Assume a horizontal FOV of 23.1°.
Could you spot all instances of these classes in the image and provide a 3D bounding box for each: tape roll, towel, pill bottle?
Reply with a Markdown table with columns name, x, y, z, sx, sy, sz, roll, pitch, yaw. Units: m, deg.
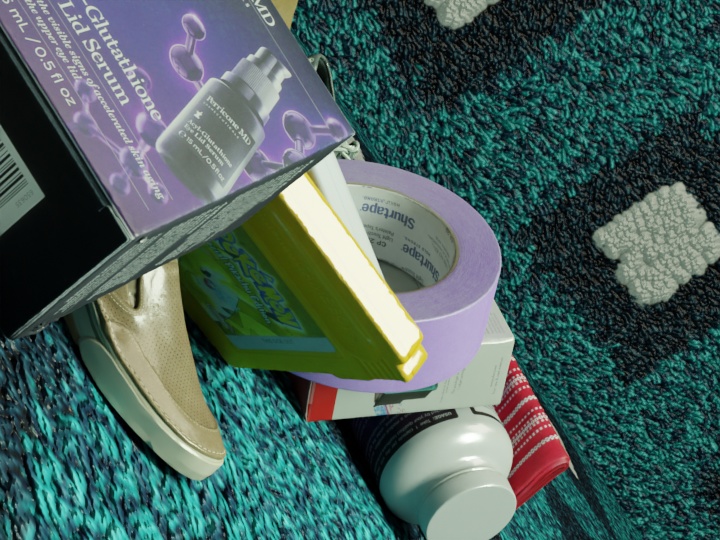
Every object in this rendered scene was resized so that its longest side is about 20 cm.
| name | x | y | z | sx | sy | sz | roll | pitch | yaw |
| --- | --- | --- | --- | --- | --- | --- | --- | --- | --- |
| tape roll | 0.000 | 0.000 | 1.280 | 0.201 | 0.198 | 0.066 | -115 | -151 | -48 |
| towel | 0.081 | 0.130 | 1.472 | 0.022 | 0.144 | 0.201 | 29 | 25 | -46 |
| pill bottle | 0.050 | 0.122 | 1.407 | 0.113 | 0.112 | 0.201 | 48 | 12 | -48 |

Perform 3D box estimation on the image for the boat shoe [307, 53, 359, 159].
| name | x | y | z | sx | sy | sz | roll | pitch | yaw |
| --- | --- | --- | --- | --- | --- | --- | --- | --- | --- |
| boat shoe | -0.035 | -0.109 | 1.493 | 0.073 | 0.061 | 0.201 | 56 | 12 | -49 |

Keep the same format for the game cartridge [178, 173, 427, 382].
| name | x | y | z | sx | sy | sz | roll | pitch | yaw |
| --- | --- | --- | --- | --- | --- | --- | --- | --- | --- |
| game cartridge | -0.066 | -0.005 | 1.070 | 0.199 | 0.032 | 0.177 | 2 | -46 | 55 |

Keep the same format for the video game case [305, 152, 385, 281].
| name | x | y | z | sx | sy | sz | roll | pitch | yaw |
| --- | --- | --- | --- | --- | --- | --- | --- | --- | --- |
| video game case | -0.081 | -0.070 | 1.051 | 0.181 | 0.024 | 0.201 | 20 | -33 | 37 |

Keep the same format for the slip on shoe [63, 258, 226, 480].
| name | x | y | z | sx | sy | sz | roll | pitch | yaw |
| --- | --- | --- | --- | --- | --- | --- | --- | --- | --- |
| slip on shoe | -0.121 | 0.014 | 0.928 | 0.201 | 0.060 | 0.076 | 58 | 7 | 8 |

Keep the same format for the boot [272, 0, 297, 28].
| name | x | y | z | sx | sy | sz | roll | pitch | yaw |
| --- | --- | --- | --- | --- | --- | --- | --- | --- | --- |
| boot | -0.119 | -0.115 | 1.141 | 0.066 | 0.173 | 0.202 | -123 | -141 | -50 |

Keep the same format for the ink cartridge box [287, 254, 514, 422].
| name | x | y | z | sx | sy | sz | roll | pitch | yaw |
| --- | --- | --- | --- | --- | --- | --- | --- | --- | --- |
| ink cartridge box | 0.003 | 0.048 | 1.332 | 0.117 | 0.197 | 0.068 | -115 | -152 | -49 |

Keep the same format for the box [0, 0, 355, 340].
| name | x | y | z | sx | sy | sz | roll | pitch | yaw |
| --- | --- | --- | --- | --- | --- | --- | --- | --- | --- |
| box | -0.120 | -0.079 | 0.861 | 0.149 | 0.104 | 0.200 | 56 | 36 | 1 |
